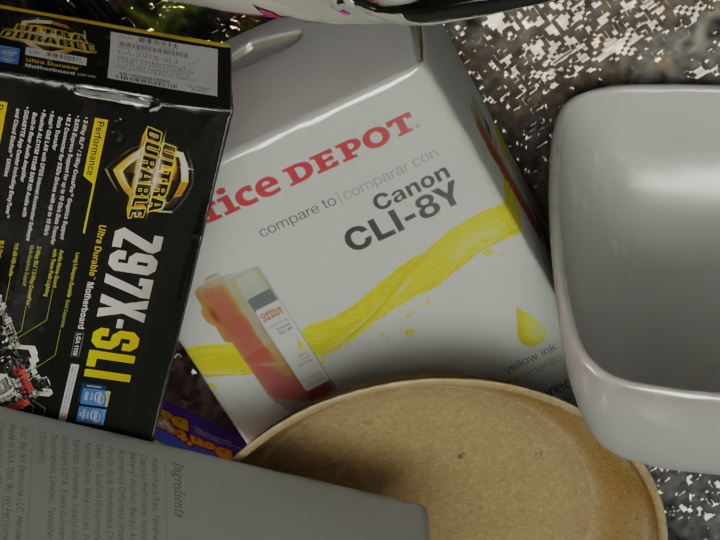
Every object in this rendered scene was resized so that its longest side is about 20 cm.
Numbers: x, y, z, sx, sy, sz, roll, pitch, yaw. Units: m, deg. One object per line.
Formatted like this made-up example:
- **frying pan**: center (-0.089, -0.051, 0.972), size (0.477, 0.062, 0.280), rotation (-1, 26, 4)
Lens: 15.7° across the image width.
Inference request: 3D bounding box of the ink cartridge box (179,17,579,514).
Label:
- **ink cartridge box**: center (0.000, 0.000, 1.059), size (0.145, 0.083, 0.200), rotation (-24, 122, 11)

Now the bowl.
- **bowl**: center (0.172, 0.012, 1.030), size (0.200, 0.200, 0.075), rotation (2, 130, 0)

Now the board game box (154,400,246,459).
- **board game box**: center (-0.113, 0.155, 1.163), size (0.134, 0.045, 0.200), rotation (26, 110, -10)

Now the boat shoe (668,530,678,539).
- **boat shoe**: center (0.157, 0.214, 1.172), size (0.086, 0.075, 0.202), rotation (-35, 106, 13)

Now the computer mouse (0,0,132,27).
- **computer mouse**: center (-0.155, -0.041, 1.089), size (0.140, 0.046, 0.200), rotation (38, 108, -27)

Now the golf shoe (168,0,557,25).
- **golf shoe**: center (-0.007, -0.127, 0.954), size (0.200, 0.092, 0.073), rotation (-3, 114, 3)

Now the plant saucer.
- **plant saucer**: center (0.023, 0.111, 1.064), size (0.200, 0.035, 0.200), rotation (-4, 128, -5)

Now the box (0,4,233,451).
- **box**: center (-0.144, -0.003, 0.969), size (0.160, 0.049, 0.200), rotation (8, 125, -11)

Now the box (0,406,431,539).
- **box**: center (-0.087, 0.155, 0.995), size (0.200, 0.106, 0.152), rotation (14, 126, -15)
